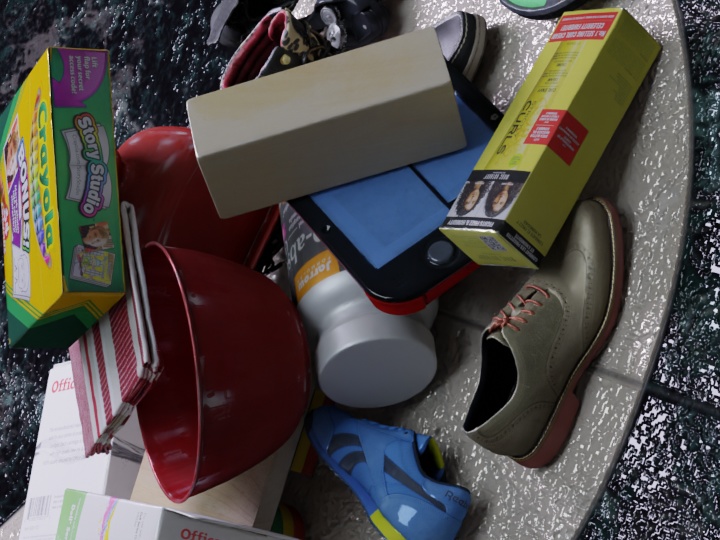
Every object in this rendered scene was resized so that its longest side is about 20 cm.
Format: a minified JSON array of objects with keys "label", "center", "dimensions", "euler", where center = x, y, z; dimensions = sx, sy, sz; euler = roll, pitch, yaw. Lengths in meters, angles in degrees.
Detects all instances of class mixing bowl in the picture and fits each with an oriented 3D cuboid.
[{"label":"mixing bowl","center":[-0.104,0.074,1.695],"dimensions":[0.200,0.107,0.202],"euler":[174,90,-69]}]

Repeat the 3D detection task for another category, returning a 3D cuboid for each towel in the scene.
[{"label":"towel","center":[-0.200,0.050,1.760],"dimensions":[0.200,0.023,0.145],"euler":[129,133,-58]}]

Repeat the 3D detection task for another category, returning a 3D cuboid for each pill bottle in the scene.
[{"label":"pill bottle","center":[0.000,0.000,1.730],"dimensions":[0.116,0.116,0.201],"euler":[-42,42,35]}]

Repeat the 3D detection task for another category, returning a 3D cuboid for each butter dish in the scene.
[{"label":"butter dish","center":[-0.173,-0.051,1.839],"dimensions":[0.199,0.148,0.201],"euler":[6,66,51]}]

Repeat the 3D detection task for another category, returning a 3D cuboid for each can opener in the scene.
[{"label":"can opener","center":[-0.036,-0.209,1.954],"dimensions":[0.199,0.078,0.064],"euler":[-26,92,50]}]

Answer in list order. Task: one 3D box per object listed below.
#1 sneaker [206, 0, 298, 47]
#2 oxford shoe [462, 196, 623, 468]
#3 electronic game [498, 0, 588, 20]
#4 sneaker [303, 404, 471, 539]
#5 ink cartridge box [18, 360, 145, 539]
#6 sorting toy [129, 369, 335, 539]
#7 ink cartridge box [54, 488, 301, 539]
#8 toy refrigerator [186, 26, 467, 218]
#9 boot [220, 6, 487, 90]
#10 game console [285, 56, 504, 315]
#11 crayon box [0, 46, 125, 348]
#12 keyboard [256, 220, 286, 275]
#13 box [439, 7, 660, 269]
[{"label":"sneaker","center":[-0.072,-0.259,1.950],"dimensions":[0.200,0.060,0.104],"euler":[-51,12,-15]},{"label":"oxford shoe","center":[0.131,0.038,1.560],"dimensions":[0.070,0.074,0.202],"euler":[10,81,56]},{"label":"electronic game","center":[0.166,-0.293,1.711],"dimensions":[0.199,0.041,0.202],"euler":[-30,51,45]},{"label":"sneaker","center":[0.025,0.147,1.674],"dimensions":[0.079,0.066,0.200],"euler":[-52,36,5]},{"label":"ink cartridge box","center":[-0.234,0.186,1.996],"dimensions":[0.146,0.082,0.202],"euler":[-13,63,52]},{"label":"sorting toy","center":[-0.104,0.170,1.832],"dimensions":[0.199,0.069,0.201],"euler":[12,83,56]},{"label":"ink cartridge box","center":[-0.142,0.221,1.693],"dimensions":[0.199,0.116,0.068],"euler":[1,76,55]},{"label":"toy refrigerator","center":[-0.026,-0.114,1.661],"dimensions":[0.198,0.076,0.070],"euler":[-16,50,3]},{"label":"boot","center":[-0.006,-0.167,1.789],"dimensions":[0.200,0.150,0.074],"euler":[-36,40,41]},{"label":"game console","center":[0.041,-0.070,1.672],"dimensions":[0.176,0.031,0.200],"euler":[-36,53,-7]},{"label":"crayon box","center":[-0.244,-0.055,1.756],"dimensions":[0.172,0.058,0.202],"euler":[143,124,-63]},{"label":"keyboard","center":[-0.113,-0.014,1.897],"dimensions":[0.200,0.040,0.104],"euler":[-48,32,-9]},{"label":"box","center":[0.139,-0.097,1.591],"dimensions":[0.075,0.050,0.201],"euler":[6,60,56]}]
